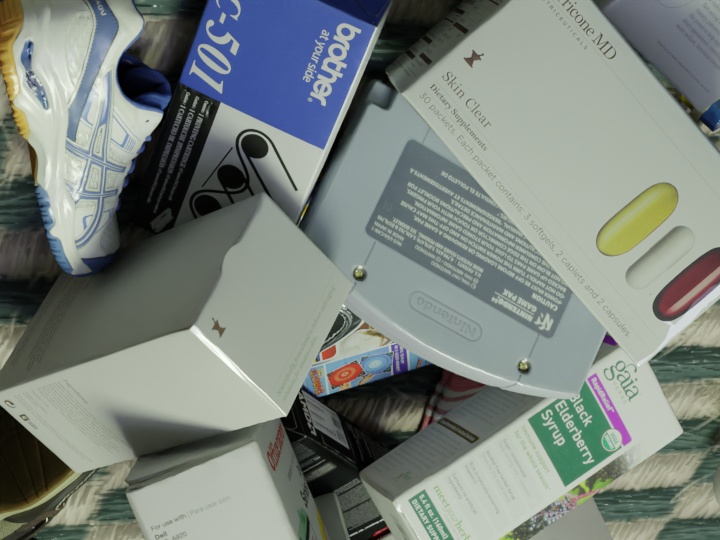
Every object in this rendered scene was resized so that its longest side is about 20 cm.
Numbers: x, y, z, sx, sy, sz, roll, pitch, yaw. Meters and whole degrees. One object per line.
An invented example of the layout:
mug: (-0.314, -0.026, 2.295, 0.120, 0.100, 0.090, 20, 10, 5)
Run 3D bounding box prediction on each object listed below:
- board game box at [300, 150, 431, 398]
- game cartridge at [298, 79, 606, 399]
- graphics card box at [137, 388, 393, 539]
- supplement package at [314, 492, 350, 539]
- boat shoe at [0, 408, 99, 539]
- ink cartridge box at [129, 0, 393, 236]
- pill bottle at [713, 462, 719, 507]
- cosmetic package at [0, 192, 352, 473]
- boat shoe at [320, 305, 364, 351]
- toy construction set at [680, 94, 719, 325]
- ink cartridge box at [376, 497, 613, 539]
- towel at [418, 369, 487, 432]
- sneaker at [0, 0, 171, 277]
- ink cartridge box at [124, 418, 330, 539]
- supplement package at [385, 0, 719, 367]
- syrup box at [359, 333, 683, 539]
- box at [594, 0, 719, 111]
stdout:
board game box: (0.000, 0.000, 1.399, 0.135, 0.034, 0.200, -15, 140, -9)
game cartridge: (0.062, -0.010, 1.299, 0.200, 0.042, 0.133, 30, 79, -15)
graphics card box: (-0.051, 0.151, 1.501, 0.125, 0.051, 0.200, -28, 150, 16)
supplement package: (-0.042, 0.272, 1.462, 0.117, 0.117, 0.200, -15, 121, -3)
boat shoe: (-0.228, 0.141, 1.427, 0.200, 0.073, 0.065, -31, 151, 29)
ink cartridge box: (-0.059, -0.091, 1.234, 0.094, 0.044, 0.200, 25, 128, 0)
pill bottle: (0.344, 0.109, 1.619, 0.116, 0.116, 0.200, -2, 136, -23)
cosmetic package: (-0.113, 0.040, 1.259, 0.200, 0.108, 0.085, -16, 126, 45)
boat shoe: (-0.076, 0.056, 1.359, 0.200, 0.068, 0.072, -21, 134, 26)
toy construction set: (0.186, -0.028, 1.425, 0.131, 0.092, 0.200, -40, 152, -19)
ink cartridge box: (0.072, 0.228, 1.593, 0.200, 0.083, 0.146, -32, 159, 27)
towel: (0.108, 0.133, 1.601, 0.146, 0.030, 0.200, -4, 137, -20)
sneaker: (-0.146, -0.073, 1.218, 0.088, 0.075, 0.200, -13, 140, -6)
ink cartridge box: (-0.058, 0.188, 1.284, 0.084, 0.145, 0.200, -22, 96, 4)
supplement package: (0.122, -0.068, 1.211, 0.111, 0.156, 0.200, -41, 99, 4)
syrup box: (0.108, 0.122, 1.454, 0.200, 0.081, 0.079, -32, 107, -11)
box: (0.226, -0.207, 1.230, 0.200, 0.098, 0.124, -37, 138, 17)
